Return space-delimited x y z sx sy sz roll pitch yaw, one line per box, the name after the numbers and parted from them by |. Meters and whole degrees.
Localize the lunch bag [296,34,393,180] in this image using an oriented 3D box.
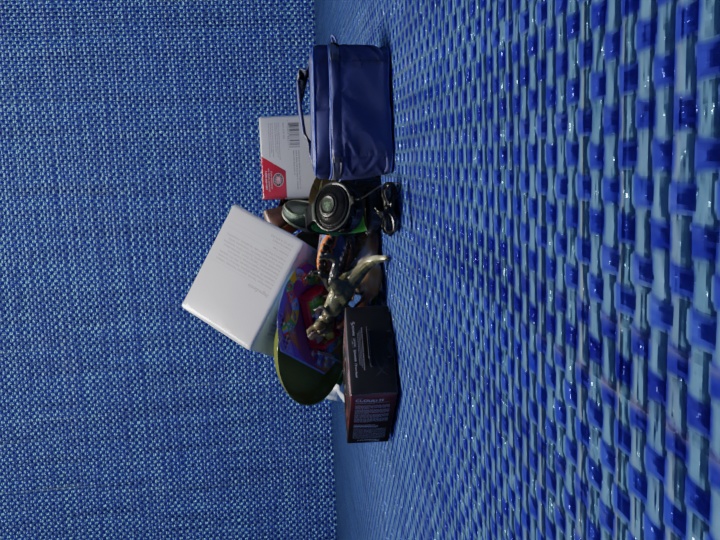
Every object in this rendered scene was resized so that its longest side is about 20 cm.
-0.026 -0.234 1.061 0.136 0.128 0.206 -146 53 -83 | lunch bag

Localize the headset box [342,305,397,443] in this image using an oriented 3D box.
0.012 0.162 1.161 0.202 0.073 0.152 95 172 -56 | headset box

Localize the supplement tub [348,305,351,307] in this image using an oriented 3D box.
-0.108 0.101 1.440 0.197 0.121 0.126 7 104 41 | supplement tub

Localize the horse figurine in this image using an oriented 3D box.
0.000 0.000 1.230 0.132 0.049 0.205 -43 37 48 | horse figurine

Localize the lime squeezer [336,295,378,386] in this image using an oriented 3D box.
0.002 0.104 1.295 0.070 0.037 0.204 -21 -41 -54 | lime squeezer

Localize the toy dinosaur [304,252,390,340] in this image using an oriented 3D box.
-0.039 0.019 1.163 0.201 0.088 0.047 -51 -3 29 | toy dinosaur

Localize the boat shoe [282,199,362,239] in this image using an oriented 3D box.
-0.066 -0.108 1.369 0.073 0.196 0.063 -46 -38 -36 | boat shoe

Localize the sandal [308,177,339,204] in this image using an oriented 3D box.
-0.029 -0.185 1.272 0.081 0.054 0.205 4 73 46 | sandal

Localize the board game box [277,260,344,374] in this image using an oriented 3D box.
-0.063 0.082 1.249 0.199 0.038 0.162 38 -119 -51 | board game box

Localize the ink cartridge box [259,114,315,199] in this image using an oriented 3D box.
-0.085 -0.210 1.376 0.145 0.194 0.150 -126 34 -84 | ink cartridge box

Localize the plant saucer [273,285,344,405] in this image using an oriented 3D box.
-0.090 0.129 1.275 0.198 0.030 0.206 -4 -85 -56 | plant saucer

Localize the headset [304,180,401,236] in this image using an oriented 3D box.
0.000 -0.069 0.989 0.199 0.120 0.097 152 116 -62 | headset

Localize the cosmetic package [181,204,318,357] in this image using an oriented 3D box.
-0.175 0.025 1.309 0.204 0.164 0.167 -62 -22 -3 | cosmetic package

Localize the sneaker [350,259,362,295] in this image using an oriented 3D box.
-0.019 0.016 1.360 0.200 0.082 0.077 -173 81 -83 | sneaker

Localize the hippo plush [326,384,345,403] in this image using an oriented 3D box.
-0.061 0.180 1.515 0.200 0.155 0.166 33 -116 -72 | hippo plush

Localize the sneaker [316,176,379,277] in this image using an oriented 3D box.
-0.030 -0.091 1.212 0.204 0.074 0.078 -66 21 10 | sneaker

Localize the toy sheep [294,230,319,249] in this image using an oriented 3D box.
-0.097 -0.016 1.499 0.201 0.134 0.142 67 -163 -69 | toy sheep

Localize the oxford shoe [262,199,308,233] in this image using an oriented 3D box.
-0.116 -0.133 1.484 0.071 0.199 0.073 -27 98 44 | oxford shoe
